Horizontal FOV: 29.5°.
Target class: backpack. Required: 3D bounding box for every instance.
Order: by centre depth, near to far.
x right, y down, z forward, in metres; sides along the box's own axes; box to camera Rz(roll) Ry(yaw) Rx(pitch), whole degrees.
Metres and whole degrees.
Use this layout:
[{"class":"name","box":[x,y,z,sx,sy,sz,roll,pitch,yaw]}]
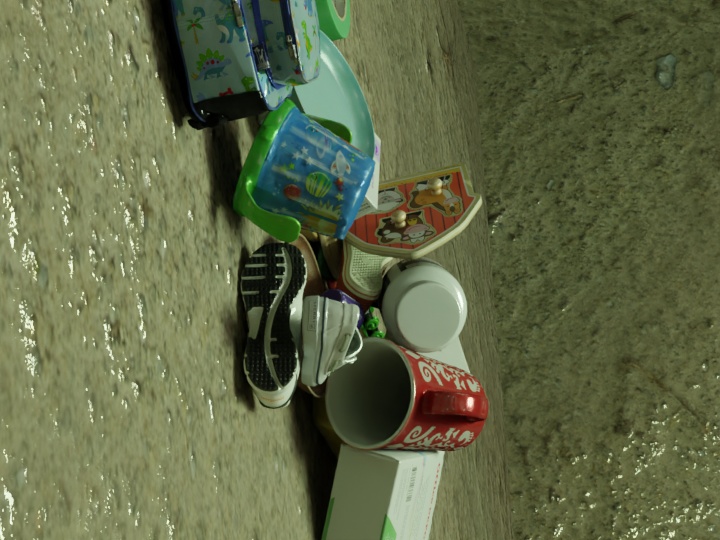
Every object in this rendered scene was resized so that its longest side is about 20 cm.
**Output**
[{"class":"backpack","box":[-0.121,-0.267,1.417,0.183,0.145,0.202,-65,141,-75]}]

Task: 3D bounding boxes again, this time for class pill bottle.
[{"class":"pill bottle","box":[0.080,0.045,1.762,0.200,0.109,0.112,-106,-174,-84]}]

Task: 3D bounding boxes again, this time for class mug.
[{"class":"mug","box":[0.079,0.176,1.702,0.199,0.177,0.134,19,104,-54]}]

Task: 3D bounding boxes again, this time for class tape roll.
[{"class":"tape roll","box":[-0.062,-0.450,2.075,0.200,0.048,0.203,-9,90,-78]}]

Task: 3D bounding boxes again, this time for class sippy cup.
[{"class":"sippy cup","box":[-0.057,-0.103,1.519,0.140,0.129,0.179,102,12,-76]}]

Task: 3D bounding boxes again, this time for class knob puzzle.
[{"class":"knob puzzle","box":[0.063,-0.081,1.801,0.221,0.217,0.031,-81,160,-55]}]

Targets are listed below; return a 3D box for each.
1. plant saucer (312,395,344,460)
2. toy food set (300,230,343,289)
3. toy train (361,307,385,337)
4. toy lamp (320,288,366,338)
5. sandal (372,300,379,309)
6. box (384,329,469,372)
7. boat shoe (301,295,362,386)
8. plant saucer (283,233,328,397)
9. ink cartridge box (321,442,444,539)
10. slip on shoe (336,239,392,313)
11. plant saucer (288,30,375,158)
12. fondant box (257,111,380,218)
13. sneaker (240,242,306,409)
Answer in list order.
[{"class":"plant saucer","box":[-0.023,0.163,1.820,0.201,0.048,0.202,66,20,-55]},{"class":"toy food set","box":[-0.046,-0.076,1.882,0.201,0.048,0.200,-82,161,-54]},{"class":"toy train","box":[0.019,0.123,2.031,0.201,0.056,0.042,68,2,-48]},{"class":"toy lamp","box":[-0.002,0.091,1.731,0.201,0.058,0.059,59,24,-48]},{"class":"sandal","box":[0.009,0.021,1.969,0.200,0.074,0.046,-110,-135,-86]},{"class":"box","box":[0.073,0.181,1.914,0.125,0.096,0.202,-103,-156,-56]},{"class":"boat shoe","box":[-0.031,0.085,1.517,0.200,0.066,0.075,94,0,-73]},{"class":"plant saucer","box":[-0.077,0.056,1.664,0.200,0.036,0.203,-8,90,-78]},{"class":"ink cartridge box","box":[0.031,0.296,1.742,0.200,0.087,0.147,10,92,-68]},{"class":"slip on shoe","box":[0.000,0.000,1.813,0.062,0.073,0.201,-61,-172,26]},{"class":"plant saucer","box":[-0.045,-0.214,1.711,0.200,0.027,0.202,45,33,-40]},{"class":"fondant box","box":[-0.050,-0.181,1.774,0.200,0.058,0.145,50,29,-35]},{"class":"sneaker","box":[-0.098,0.061,1.517,0.080,0.073,0.202,90,4,-57]}]
